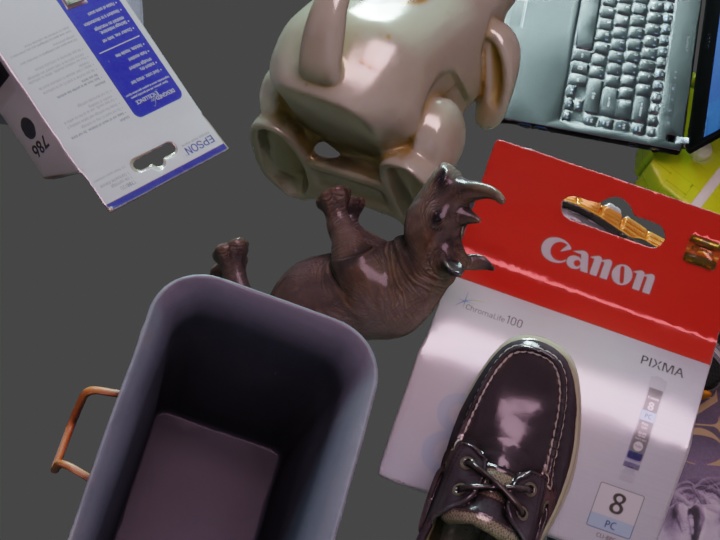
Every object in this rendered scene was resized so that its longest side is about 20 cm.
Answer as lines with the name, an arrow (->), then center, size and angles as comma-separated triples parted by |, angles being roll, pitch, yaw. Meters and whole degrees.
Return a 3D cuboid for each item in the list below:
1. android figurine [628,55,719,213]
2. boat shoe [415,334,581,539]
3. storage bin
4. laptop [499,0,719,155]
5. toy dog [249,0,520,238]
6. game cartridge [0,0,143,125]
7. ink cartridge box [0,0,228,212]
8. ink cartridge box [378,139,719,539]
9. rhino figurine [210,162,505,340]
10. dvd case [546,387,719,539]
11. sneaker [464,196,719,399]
android figurine -> 0.257, -0.056, 1.400 | 0.200, 0.041, 0.182 | 41, 61, 4
boat shoe -> 0.069, 0.133, 1.190 | 0.072, 0.065, 0.201 | 22, 92, 6
storage bin -> -0.092, 0.124, 1.157 | 0.145, 0.134, 0.201 | 20, 60, -6
laptop -> 0.190, -0.172, 1.371 | 0.199, 0.103, 0.178 | 11, 55, 4
toy dog -> 0.024, -0.149, 1.288 | 0.139, 0.194, 0.200 | 13, 61, 34
game cartridge -> -0.197, -0.179, 1.315 | 0.133, 0.041, 0.201 | 4, 64, -36
ink cartridge box -> -0.170, -0.125, 1.256 | 0.099, 0.039, 0.200 | -30, 83, -40
ink cartridge box -> 0.116, 0.047, 1.235 | 0.160, 0.047, 0.201 | 19, 97, 4
rhino figurine -> 0.000, 0.000, 1.229 | 0.060, 0.200, 0.088 | 2, 66, -59
dvd case -> 0.204, 0.132, 1.305 | 0.199, 0.016, 0.149 | 6, 63, -13
sneaker -> 0.141, 0.010, 1.310 | 0.199, 0.078, 0.077 | 22, 68, 3
